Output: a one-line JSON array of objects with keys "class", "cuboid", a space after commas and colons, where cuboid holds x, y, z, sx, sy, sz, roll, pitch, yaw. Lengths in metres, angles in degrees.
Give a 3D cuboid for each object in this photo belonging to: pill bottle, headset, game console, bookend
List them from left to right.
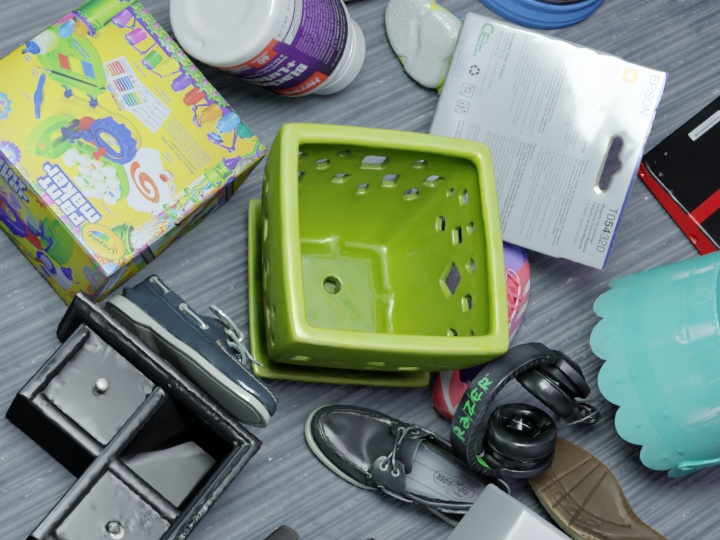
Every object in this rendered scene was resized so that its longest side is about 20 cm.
[{"class": "bookend", "cuboid": [-0.223, 0.160, 1.364, 0.200, 0.092, 0.199, 41, 62, -2]}, {"class": "pill bottle", "cuboid": [-0.076, -0.219, 1.506, 0.200, 0.111, 0.112, 14, 58, -62]}, {"class": "headset", "cuboid": [0.148, 0.119, 1.491, 0.200, 0.124, 0.094, 10, 21, -48]}, {"class": "game console", "cuboid": [0.403, -0.092, 1.745, 0.200, 0.031, 0.177, -37, 82, -29]}]

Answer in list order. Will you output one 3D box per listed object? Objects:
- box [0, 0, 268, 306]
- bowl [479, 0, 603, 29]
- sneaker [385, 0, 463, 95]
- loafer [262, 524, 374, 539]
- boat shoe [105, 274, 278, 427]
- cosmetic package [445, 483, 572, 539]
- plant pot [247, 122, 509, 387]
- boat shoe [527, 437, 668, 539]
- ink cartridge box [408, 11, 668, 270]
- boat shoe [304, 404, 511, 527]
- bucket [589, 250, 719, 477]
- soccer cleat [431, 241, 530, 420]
[{"class": "box", "cuboid": [-0.226, -0.105, 1.444, 0.193, 0.122, 0.200, -40, 89, -28]}, {"class": "bowl", "cuboid": [0.184, -0.351, 1.744, 0.200, 0.039, 0.201, 8, 68, -19]}, {"class": "sneaker", "cuboid": [0.113, -0.205, 1.656, 0.200, 0.076, 0.105, 49, 35, 9]}, {"class": "loafer", "cuboid": [-0.070, 0.252, 1.410, 0.200, 0.073, 0.072, 15, 57, -26]}, {"class": "boat shoe", "cuboid": [-0.133, 0.065, 1.407, 0.062, 0.075, 0.200, -40, 47, -24]}, {"class": "cosmetic package", "cuboid": [0.150, 0.310, 1.390, 0.200, 0.166, 0.167, 37, 86, -5]}, {"class": "plant pot", "cuboid": [0.000, 0.000, 1.461, 0.199, 0.181, 0.200, 4, 70, -20]}, {"class": "boat shoe", "cuboid": [0.222, 0.238, 1.530, 0.072, 0.065, 0.200, -38, 69, -23]}, {"class": "ink cartridge box", "cuboid": [0.165, -0.120, 1.565, 0.200, 0.043, 0.197, 19, 94, 9]}, {"class": "boat shoe", "cuboid": [0.048, 0.171, 1.482, 0.199, 0.066, 0.075, 33, 63, -7]}, {"class": "bucket", "cuboid": [0.327, 0.080, 1.550, 0.207, 0.135, 0.207, 23, 56, -40]}, {"class": "soccer cleat", "cuboid": [0.122, 0.050, 1.550, 0.067, 0.076, 0.200, 28, 64, -10]}]
